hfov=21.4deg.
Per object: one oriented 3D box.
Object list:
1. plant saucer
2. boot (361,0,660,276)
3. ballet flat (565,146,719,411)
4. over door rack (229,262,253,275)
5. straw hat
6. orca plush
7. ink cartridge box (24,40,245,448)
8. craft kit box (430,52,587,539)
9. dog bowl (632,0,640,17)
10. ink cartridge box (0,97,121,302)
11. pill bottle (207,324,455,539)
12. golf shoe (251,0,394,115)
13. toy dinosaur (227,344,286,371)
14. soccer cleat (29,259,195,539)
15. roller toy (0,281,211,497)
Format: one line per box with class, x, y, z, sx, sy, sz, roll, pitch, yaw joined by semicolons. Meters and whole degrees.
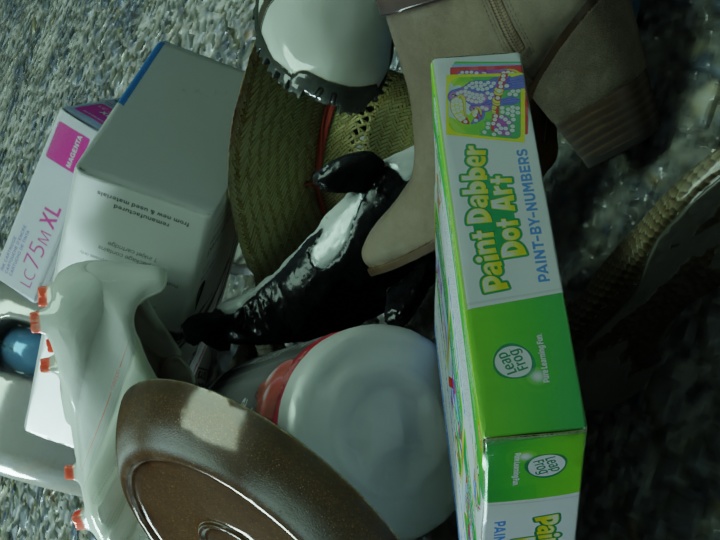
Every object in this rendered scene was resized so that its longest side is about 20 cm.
plant saucer;-0.051;0.136;0.957;0.032;0.200;0.200;-48;10;-30
boot;0.046;-0.098;0.920;0.199;0.147;0.070;-29;9;29
ballet flat;0.132;-0.009;0.799;0.200;0.067;0.047;123;145;-47
over door rack;-0.031;-0.107;1.228;0.201;0.066;0.148;-78;13;-46
straw hat;0.010;-0.068;1.070;0.085;0.201;0.202;13;86;25
orca plush;0.000;0.000;1.008;0.071;0.199;0.105;-115;3;-46
ink cartridge box;-0.122;-0.007;1.113;0.146;0.084;0.201;-69;-3;-51
craft kit box;0.060;0.045;0.832;0.198;0.048;0.201;82;-178;-52
dog bowl;0.101;-0.176;0.997;0.111;0.049;0.201;-24;54;61
ink cartridge box;-0.150;-0.055;1.227;0.120;0.042;0.200;-64;-17;19
pill bottle;-0.029;0.096;1.031;0.200;0.110;0.111;-21;56;62
golf shoe;-0.004;-0.170;0.990;0.095;0.077;0.201;121;162;-46
toy dinosaur;-0.066;0.092;1.193;0.200;0.077;0.102;-56;40;25
soccer cleat;-0.125;0.085;1.044;0.069;0.077;0.201;-91;-6;-58
roller toy;-0.200;0.081;1.342;0.182;0.199;0.141;9;82;56
